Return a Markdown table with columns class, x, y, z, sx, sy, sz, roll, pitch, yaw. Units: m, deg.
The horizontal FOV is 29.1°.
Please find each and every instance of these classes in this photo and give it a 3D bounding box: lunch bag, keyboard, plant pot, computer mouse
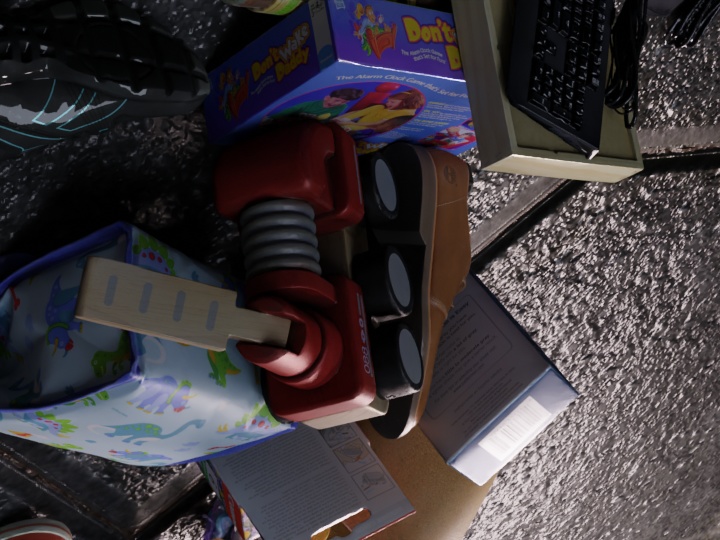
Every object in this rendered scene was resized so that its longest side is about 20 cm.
| class | x | y | z | sx | sy | sz | roll | pitch | yaw |
| --- | --- | --- | --- | --- | --- | --- | --- | --- | --- |
| lunch bag | -0.168 | 0.064 | 0.909 | 0.199 | 0.128 | 0.170 | -23 | 150 | 28 |
| keyboard | 0.146 | -0.168 | 0.862 | 0.104 | 0.201 | 0.040 | 27 | 149 | -30 |
| plant pot | 0.039 | 0.142 | 1.135 | 0.200 | 0.186 | 0.187 | -45 | 145 | -17 |
| computer mouse | 0.245 | -0.240 | 1.008 | 0.141 | 0.046 | 0.199 | -49 | 141 | 14 |

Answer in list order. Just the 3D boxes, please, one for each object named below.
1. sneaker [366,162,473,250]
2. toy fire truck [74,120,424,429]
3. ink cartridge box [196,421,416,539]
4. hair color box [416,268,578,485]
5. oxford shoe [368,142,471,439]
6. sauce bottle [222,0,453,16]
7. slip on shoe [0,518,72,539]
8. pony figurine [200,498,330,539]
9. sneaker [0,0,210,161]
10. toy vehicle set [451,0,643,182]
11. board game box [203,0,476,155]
| class | x | y | z | sx | sy | sz | roll | pitch | yaw |
| --- | --- | --- | --- | --- | --- | --- | --- | --- | --- |
| sneaker | 0.001 | 0.000 | 0.993 | 0.198 | 0.105 | 0.060 | -20 | -176 | -12 |
| toy fire truck | -0.063 | -0.006 | 0.821 | 0.128 | 0.177 | 0.200 | -14 | 160 | 20 |
| ink cartridge box | -0.054 | 0.138 | 1.010 | 0.108 | 0.200 | 0.051 | -23 | 140 | -19 |
| hair color box | 0.058 | 0.048 | 1.013 | 0.100 | 0.200 | 0.060 | -43 | 142 | 6 |
| oxford shoe | 0.045 | 0.017 | 0.945 | 0.071 | 0.071 | 0.202 | 1 | 101 | -41 |
| sauce bottle | 0.004 | -0.182 | 0.850 | 0.199 | 0.065 | 0.065 | -1 | 128 | -38 |
| slip on shoe | -0.299 | 0.260 | 1.043 | 0.199 | 0.061 | 0.074 | -35 | 141 | -8 |
| pony figurine | -0.116 | 0.262 | 1.115 | 0.193 | 0.167 | 0.200 | -45 | 177 | -21 |
| sneaker | -0.183 | -0.105 | 0.780 | 0.199 | 0.076 | 0.079 | 0 | 139 | -30 |
| toy vehicle set | 0.111 | -0.157 | 0.873 | 0.124 | 0.202 | 0.026 | 3 | 162 | -40 |
| board game box | 0.018 | -0.116 | 0.887 | 0.199 | 0.045 | 0.134 | 2 | 162 | -41 |
